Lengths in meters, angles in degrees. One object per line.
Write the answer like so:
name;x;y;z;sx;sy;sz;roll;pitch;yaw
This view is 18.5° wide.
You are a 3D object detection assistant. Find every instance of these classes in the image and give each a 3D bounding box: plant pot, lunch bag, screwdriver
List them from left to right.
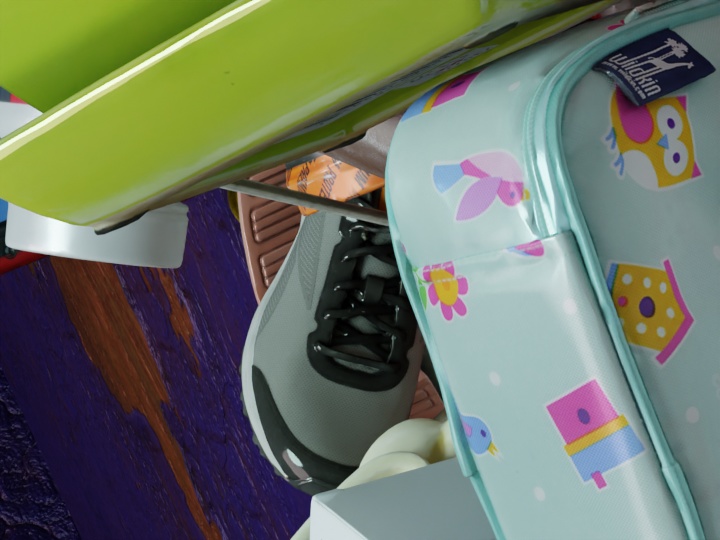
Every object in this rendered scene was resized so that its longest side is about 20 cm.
plant pot;-0.026;-0.129;0.607;0.199;0.199;0.182;-24;91;32
screwdriver;0.014;-0.013;0.796;0.028;0.199;0.029;-7;79;52
lunch bag;0.101;0.019;0.579;0.077;0.160;0.201;-14;98;51

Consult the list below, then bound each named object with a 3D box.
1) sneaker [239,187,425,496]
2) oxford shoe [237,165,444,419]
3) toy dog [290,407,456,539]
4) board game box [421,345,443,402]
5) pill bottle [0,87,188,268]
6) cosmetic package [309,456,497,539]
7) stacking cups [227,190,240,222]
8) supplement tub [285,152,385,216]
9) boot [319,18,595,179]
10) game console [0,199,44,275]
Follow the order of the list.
sneaker;0.000;0.000;0.925;0.079;0.074;0.201;126;158;-62
oxford shoe;-0.016;0.021;1.051;0.074;0.070;0.201;-160;50;-74
toy dog;0.056;0.097;0.844;0.139;0.195;0.200;22;175;6
board game box;0.035;0.057;1.104;0.201;0.026;0.200;65;165;12
pill bottle;-0.121;-0.106;1.103;0.120;0.119;0.201;-168;84;-72
cosmetic package;0.056;0.147;0.665;0.052;0.150;0.201;34;129;51
stacking cups;-0.032;-0.099;1.085;0.061;0.060;0.201;59;157;31
supplement tub;-0.014;-0.130;0.831;0.201;0.122;0.122;68;165;-1
boot;0.028;-0.019;0.732;0.199;0.064;0.187;27;112;25
game console;-0.156;-0.079;1.243;0.119;0.199;0.172;67;165;-2
